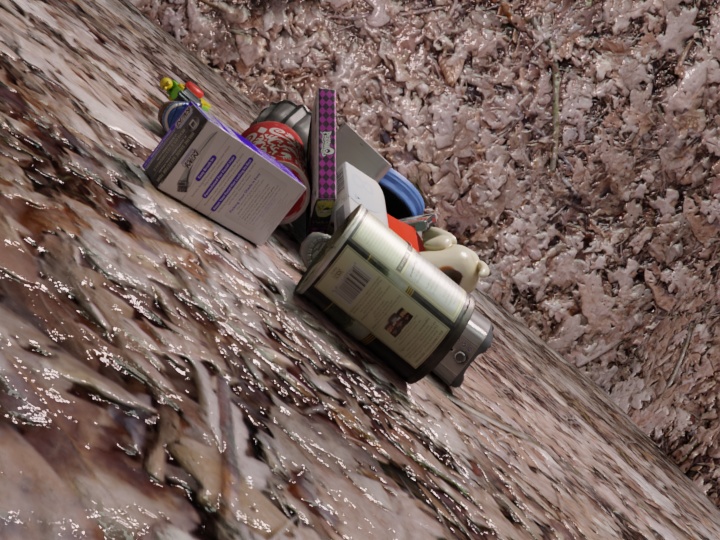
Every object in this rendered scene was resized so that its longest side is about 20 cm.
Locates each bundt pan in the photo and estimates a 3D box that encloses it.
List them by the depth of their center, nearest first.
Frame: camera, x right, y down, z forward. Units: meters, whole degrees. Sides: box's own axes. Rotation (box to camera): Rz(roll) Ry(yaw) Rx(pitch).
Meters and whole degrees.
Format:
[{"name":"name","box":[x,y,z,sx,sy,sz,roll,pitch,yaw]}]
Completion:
[{"name":"bundt pan","box":[-0.142,-0.216,1.654,0.201,0.203,0.076,41,47,7]}]

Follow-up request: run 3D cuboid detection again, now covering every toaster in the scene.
[{"name":"toaster","box":[0.139,0.099,1.407,0.129,0.114,0.200,38,12,4]}]

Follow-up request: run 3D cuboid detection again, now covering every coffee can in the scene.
[{"name":"coffee can","box":[0.033,0.031,1.155,0.199,0.147,0.146,39,8,-6]}]

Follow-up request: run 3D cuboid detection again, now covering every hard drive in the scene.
[{"name":"hard drive","box":[-0.050,-0.149,1.553,0.132,0.200,0.026,46,10,31]}]

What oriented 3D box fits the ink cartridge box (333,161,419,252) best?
[{"name":"ink cartridge box","box":[0.041,-0.072,1.446,0.199,0.047,0.161,28,36,-30]}]

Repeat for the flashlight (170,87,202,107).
[{"name":"flashlight","box":[-0.263,-0.253,1.601,0.200,0.068,0.068,44,41,-6]}]

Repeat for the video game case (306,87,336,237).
[{"name":"video game case","box":[-0.067,-0.168,1.449,0.035,0.203,0.182,3,-23,-9]}]

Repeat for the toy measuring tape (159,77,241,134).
[{"name":"toy measuring tape","box":[-0.314,-0.314,1.724,0.199,0.074,0.074,37,8,-20]}]

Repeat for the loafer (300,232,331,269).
[{"name":"loafer","box":[-0.030,0.003,1.346,0.200,0.076,0.069,40,-6,-40]}]

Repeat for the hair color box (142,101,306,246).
[{"name":"hair color box","box":[-0.178,-0.124,1.159,0.199,0.110,0.065,32,10,-49]}]

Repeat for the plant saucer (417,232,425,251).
[{"name":"plant saucer","box":[0.047,-0.071,1.904,0.198,0.037,0.200,18,-14,26]}]

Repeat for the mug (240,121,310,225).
[{"name":"mug","box":[-0.168,-0.157,1.463,0.200,0.175,0.135,-114,-165,-64]}]

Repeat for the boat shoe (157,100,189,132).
[{"name":"boat shoe","box":[-0.295,-0.245,1.470,0.072,0.073,0.200,30,1,18]}]

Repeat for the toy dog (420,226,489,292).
[{"name":"toy dog","box":[0.116,0.027,1.567,0.199,0.142,0.193,-23,30,-40]}]

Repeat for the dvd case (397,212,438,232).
[{"name":"dvd case","box":[0.069,-0.084,1.666,0.200,0.144,0.022,-41,122,-76]}]

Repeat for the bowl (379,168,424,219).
[{"name":"bowl","box":[0.037,-0.157,1.808,0.199,0.040,0.201,27,-20,11]}]

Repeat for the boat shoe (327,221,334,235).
[{"name":"boat shoe","box":[0.000,0.000,1.473,0.200,0.067,0.074,48,18,21]}]
